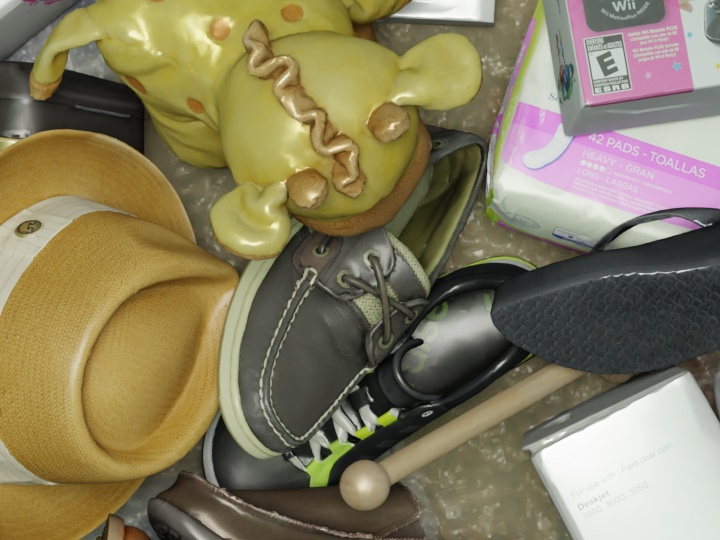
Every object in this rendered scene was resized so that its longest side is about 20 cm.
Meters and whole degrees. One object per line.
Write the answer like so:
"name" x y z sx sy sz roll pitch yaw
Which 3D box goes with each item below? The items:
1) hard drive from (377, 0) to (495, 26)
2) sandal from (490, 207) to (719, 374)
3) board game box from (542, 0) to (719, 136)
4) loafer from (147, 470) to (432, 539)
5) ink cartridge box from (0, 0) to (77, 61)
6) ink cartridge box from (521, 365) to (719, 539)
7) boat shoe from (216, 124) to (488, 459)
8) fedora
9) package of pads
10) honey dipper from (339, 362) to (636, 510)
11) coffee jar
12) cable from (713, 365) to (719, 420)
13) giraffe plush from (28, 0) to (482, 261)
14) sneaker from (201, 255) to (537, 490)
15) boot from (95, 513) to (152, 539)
"hard drive" 0.006 -0.223 1.049 0.132 0.027 0.201 3 90 4
"sandal" 0.155 -0.002 0.941 0.200 0.076 0.043 -15 49 21
"board game box" 0.150 -0.172 0.954 0.147 0.064 0.201 -9 79 -1
"loafer" -0.006 0.130 1.015 0.200 0.073 0.071 22 78 -19
"ink cartridge box" -0.190 -0.187 1.032 0.200 0.084 0.145 -38 87 3
"ink cartridge box" 0.155 0.146 0.974 0.085 0.145 0.200 -29 88 3
"boat shoe" 0.001 0.000 0.974 0.066 0.201 0.072 -6 129 37
"fedora" -0.112 0.034 0.940 0.082 0.200 0.201 5 89 34
"package of pads" 0.152 -0.097 1.009 0.154 0.068 0.200 19 82 3
"honey dipper" 0.073 0.059 0.986 0.200 0.038 0.038 -26 87 -29
"coffee jar" -0.160 0.002 1.016 0.085 0.104 0.201 5 89 35
"cable" 0.233 0.111 0.943 0.069 0.200 0.200 -31 82 -2
"giraffe plush" -0.027 -0.083 0.924 0.162 0.200 0.173 46 113 33
"sneaker" 0.007 0.048 1.016 0.200 0.083 0.072 -33 87 3
"boot" -0.051 0.176 0.971 0.154 0.200 0.074 13 66 5
